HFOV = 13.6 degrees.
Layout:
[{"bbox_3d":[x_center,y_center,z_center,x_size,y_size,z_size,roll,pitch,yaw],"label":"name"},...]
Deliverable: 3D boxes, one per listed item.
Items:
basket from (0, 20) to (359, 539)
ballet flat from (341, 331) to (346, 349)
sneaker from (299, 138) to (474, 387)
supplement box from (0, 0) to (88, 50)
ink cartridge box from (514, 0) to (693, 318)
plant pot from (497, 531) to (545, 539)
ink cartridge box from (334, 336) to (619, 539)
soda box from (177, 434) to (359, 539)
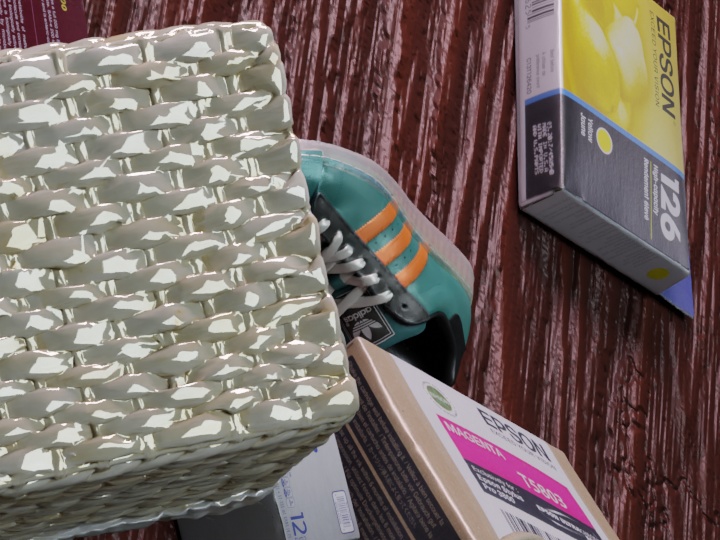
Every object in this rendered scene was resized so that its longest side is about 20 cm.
[{"bbox_3d":[-0.123,0.010,1.315,0.199,0.161,0.199,-9,80,-25],"label":"basket"},{"bbox_3d":[-0.102,0.064,1.440,0.064,0.199,0.068,49,-26,37],"label":"ballet flat"},{"bbox_3d":[0.000,0.000,1.645,0.200,0.071,0.080,36,42,-43],"label":"sneaker"},{"bbox_3d":[-0.214,-0.133,1.414,0.200,0.061,0.109,10,66,-52],"label":"supplement box"},{"bbox_3d":[0.172,-0.095,1.968,0.200,0.047,0.199,28,51,-43],"label":"ink cartridge box"},{"bbox_3d":[0.148,0.232,1.417,0.200,0.183,0.202,5,90,-66],"label":"plant pot"},{"bbox_3d":[0.064,0.142,1.602,0.200,0.075,0.165,29,22,-45],"label":"ink cartridge box"},{"bbox_3d":[-0.066,0.050,1.527,0.063,0.068,0.201,-4,76,-54],"label":"soda box"}]
